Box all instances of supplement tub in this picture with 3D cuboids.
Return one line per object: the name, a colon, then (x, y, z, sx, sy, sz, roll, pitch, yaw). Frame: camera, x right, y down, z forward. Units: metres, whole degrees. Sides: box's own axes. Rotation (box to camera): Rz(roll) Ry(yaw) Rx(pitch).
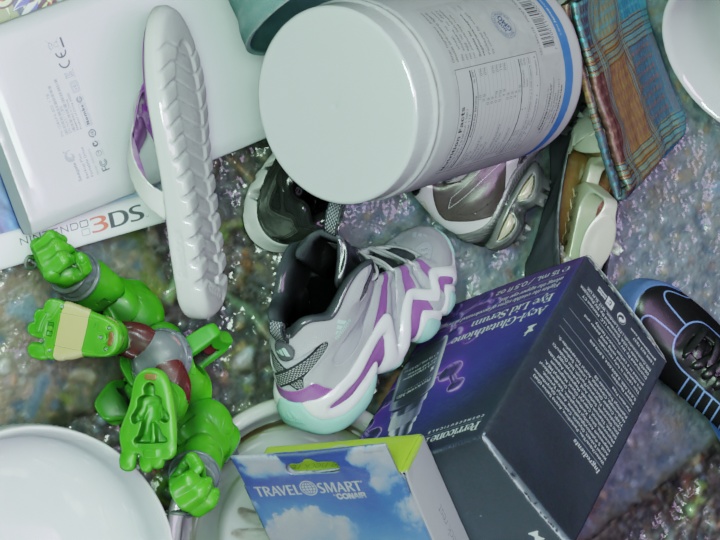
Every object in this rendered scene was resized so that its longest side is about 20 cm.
supplement tub: (0.043, -0.122, 1.549, 0.200, 0.132, 0.132, -18, 100, -50)

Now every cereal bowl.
cereal bowl: (-0.224, 0.197, 1.540, 0.200, 0.083, 0.200, 0, 91, -26)

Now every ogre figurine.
ogre figurine: (-0.136, 0.068, 1.542, 0.200, 0.120, 0.098, 38, 99, 17)

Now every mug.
mug: (0.313, -0.219, 1.767, 0.200, 0.148, 0.175, 41, 58, 9)

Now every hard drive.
hard drive: (-0.152, -0.121, 1.550, 0.200, 0.025, 0.132, -24, 102, -26)

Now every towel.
towel: (0.189, -0.141, 1.693, 0.200, 0.022, 0.147, -43, 117, -66)

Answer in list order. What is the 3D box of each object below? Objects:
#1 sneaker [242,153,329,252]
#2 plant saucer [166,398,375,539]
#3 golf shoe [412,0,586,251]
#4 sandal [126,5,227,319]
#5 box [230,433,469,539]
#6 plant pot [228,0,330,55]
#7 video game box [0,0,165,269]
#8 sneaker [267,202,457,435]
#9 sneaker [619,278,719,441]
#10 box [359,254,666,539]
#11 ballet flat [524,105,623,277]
sneaker: (-0.016, -0.106, 1.629, 0.066, 0.090, 0.200, 23, 81, -25)
plant saucer: (-0.049, 0.184, 1.643, 0.200, 0.050, 0.200, 0, 91, -25)
golf shoe: (0.104, -0.117, 1.695, 0.094, 0.078, 0.200, 27, 77, -21)
sandal: (-0.126, -0.067, 1.519, 0.050, 0.082, 0.203, -7, 93, 14)
box: (0.008, 0.184, 1.555, 0.200, 0.122, 0.048, 67, 32, -26)
plant pot: (-0.014, -0.245, 1.528, 0.200, 0.200, 0.134, -24, 83, -23)
video game box: (-0.210, -0.110, 1.561, 0.182, 0.047, 0.200, -18, 99, -27)
sneaker: (0.000, 0.000, 1.599, 0.200, 0.078, 0.140, -55, 144, -40)
sneaker: (0.274, 0.080, 1.780, 0.200, 0.078, 0.070, 45, 73, -20)
box: (0.096, 0.104, 1.619, 0.104, 0.148, 0.200, 52, 43, -17)
ballet flat: (0.171, -0.063, 1.733, 0.073, 0.073, 0.200, 16, 84, -25)
